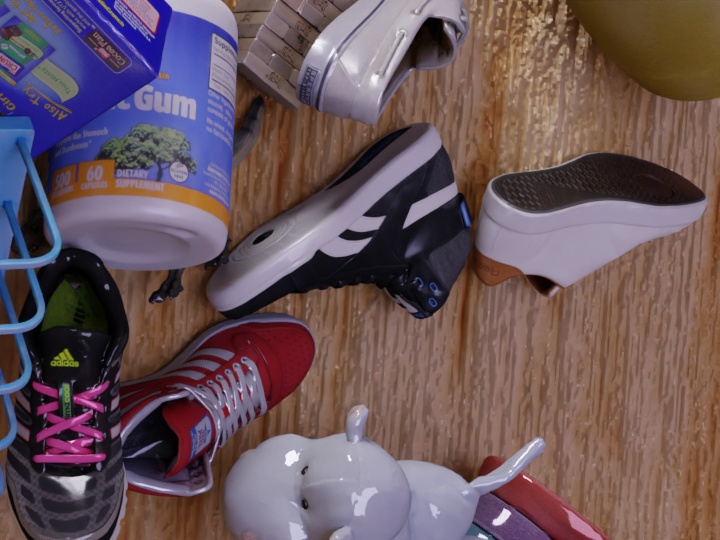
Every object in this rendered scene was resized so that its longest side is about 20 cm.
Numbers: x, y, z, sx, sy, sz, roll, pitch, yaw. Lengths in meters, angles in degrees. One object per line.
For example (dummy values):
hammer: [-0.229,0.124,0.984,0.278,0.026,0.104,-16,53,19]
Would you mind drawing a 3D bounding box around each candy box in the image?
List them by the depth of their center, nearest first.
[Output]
candy box: [-0.236,-0.139,1.463,0.169,0.200,0.077,46,29,-27]

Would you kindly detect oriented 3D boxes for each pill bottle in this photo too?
pill bottle: [-0.131,-0.110,1.558,0.112,0.112,0.201,12,70,-31]

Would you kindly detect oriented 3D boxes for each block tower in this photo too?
block tower: [-0.023,-0.203,1.665,0.054,0.058,0.201,37,74,-28]

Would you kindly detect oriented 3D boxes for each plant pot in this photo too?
plant pot: [0.225,-0.202,1.753,0.200,0.200,0.142,-38,139,-22]

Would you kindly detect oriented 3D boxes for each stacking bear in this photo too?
stacking bear: [0.070,0.236,1.733,0.114,0.121,0.200,42,81,-29]

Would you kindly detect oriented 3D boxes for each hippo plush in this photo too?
hippo plush: [-0.003,0.173,1.608,0.161,0.199,0.160,31,60,-66]

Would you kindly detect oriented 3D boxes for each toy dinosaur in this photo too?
toy dinosaur: [-0.121,-0.034,1.628,0.200,0.047,0.088,-28,102,-29]

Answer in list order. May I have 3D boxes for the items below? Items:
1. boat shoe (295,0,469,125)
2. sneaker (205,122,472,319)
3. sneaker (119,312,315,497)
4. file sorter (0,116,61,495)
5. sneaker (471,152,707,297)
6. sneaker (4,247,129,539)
boat shoe: [0.035,-0.156,1.657,0.200,0.070,0.071,-48,159,-46]
sneaker: [0.000,0.000,1.685,0.200,0.073,0.112,-38,111,-24]
sneaker: [-0.094,0.086,1.614,0.199,0.112,0.072,-24,107,-27]
file sorter: [-0.257,0.029,1.444,0.138,0.123,0.201,-1,132,-23]
sneaker: [0.154,-0.029,1.791,0.199,0.073,0.085,-6,128,-36]
sneaker: [-0.172,0.073,1.502,0.073,0.088,0.201,1,61,-3]
